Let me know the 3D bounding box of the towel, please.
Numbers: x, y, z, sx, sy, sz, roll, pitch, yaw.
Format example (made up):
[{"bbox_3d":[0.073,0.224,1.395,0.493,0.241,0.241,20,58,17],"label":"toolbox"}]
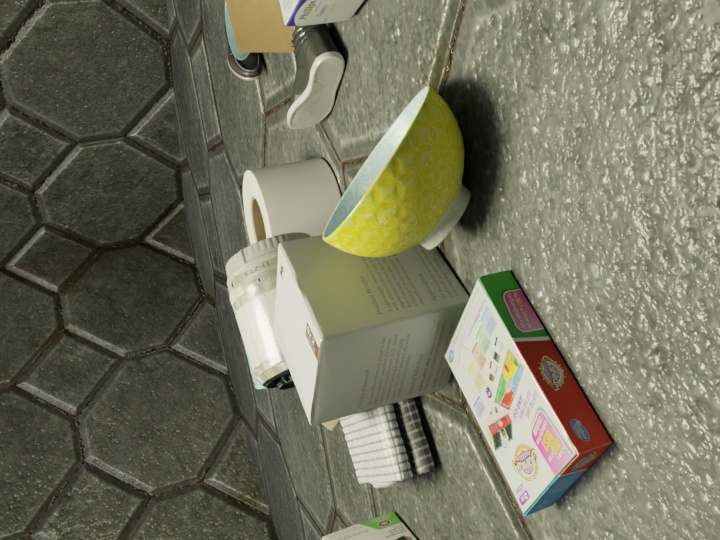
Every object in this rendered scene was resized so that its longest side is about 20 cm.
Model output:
[{"bbox_3d":[0.037,0.249,1.102,0.200,0.084,0.169,131,123,-65],"label":"towel"}]

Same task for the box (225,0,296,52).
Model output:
[{"bbox_3d":[-0.177,-0.479,1.203,0.161,0.021,0.203,14,128,37],"label":"box"}]

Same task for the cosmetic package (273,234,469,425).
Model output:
[{"bbox_3d":[0.006,0.061,0.889,0.167,0.196,0.166,99,152,-42],"label":"cosmetic package"}]

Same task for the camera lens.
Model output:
[{"bbox_3d":[-0.107,0.065,1.060,0.160,0.157,0.203,127,125,-65],"label":"camera lens"}]

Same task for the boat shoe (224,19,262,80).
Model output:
[{"bbox_3d":[-0.255,-0.490,1.505,0.063,0.071,0.203,100,156,-54],"label":"boat shoe"}]

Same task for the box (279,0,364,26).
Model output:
[{"bbox_3d":[-0.049,-0.446,0.887,0.184,0.103,0.204,167,92,-71],"label":"box"}]

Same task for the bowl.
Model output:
[{"bbox_3d":[0.056,-0.086,0.768,0.107,0.202,0.200,35,163,-10],"label":"bowl"}]

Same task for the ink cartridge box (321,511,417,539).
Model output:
[{"bbox_3d":[0.036,0.500,1.156,0.199,0.142,0.086,-158,57,-67],"label":"ink cartridge box"}]

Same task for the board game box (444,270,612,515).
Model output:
[{"bbox_3d":[0.162,0.127,0.728,0.154,0.040,0.202,104,149,-51],"label":"board game box"}]

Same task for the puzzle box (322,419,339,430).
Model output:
[{"bbox_3d":[-0.017,0.155,1.070,0.025,0.134,0.200,35,-178,-6],"label":"puzzle box"}]

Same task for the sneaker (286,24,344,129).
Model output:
[{"bbox_3d":[-0.081,-0.315,1.124,0.200,0.069,0.101,128,129,-59],"label":"sneaker"}]

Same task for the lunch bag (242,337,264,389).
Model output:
[{"bbox_3d":[-0.123,0.114,1.298,0.122,0.196,0.174,-175,73,-69],"label":"lunch bag"}]

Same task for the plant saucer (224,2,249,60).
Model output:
[{"bbox_3d":[-0.226,-0.531,1.416,0.200,0.038,0.206,19,112,59],"label":"plant saucer"}]

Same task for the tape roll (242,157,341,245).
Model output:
[{"bbox_3d":[-0.120,-0.090,1.257,0.202,0.136,0.207,168,90,-72],"label":"tape roll"}]
